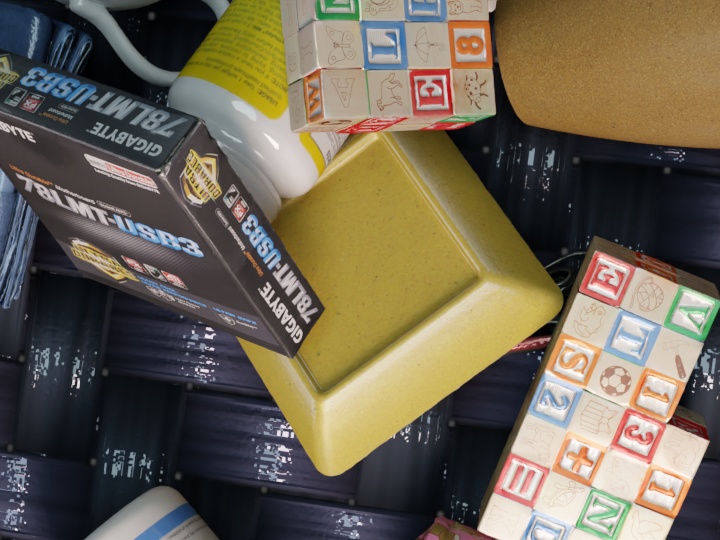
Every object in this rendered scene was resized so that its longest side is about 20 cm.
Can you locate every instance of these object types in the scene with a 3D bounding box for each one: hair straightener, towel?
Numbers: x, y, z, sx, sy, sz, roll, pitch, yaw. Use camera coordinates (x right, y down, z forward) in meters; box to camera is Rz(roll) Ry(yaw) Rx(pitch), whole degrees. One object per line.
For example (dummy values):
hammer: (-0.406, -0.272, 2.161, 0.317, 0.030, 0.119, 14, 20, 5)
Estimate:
hair straightener: (0.092, 0.021, 1.192, 0.199, 0.041, 0.077, -7, 86, 13)
towel: (-0.245, -0.082, 1.218, 0.048, 0.112, 0.201, 9, 99, -35)

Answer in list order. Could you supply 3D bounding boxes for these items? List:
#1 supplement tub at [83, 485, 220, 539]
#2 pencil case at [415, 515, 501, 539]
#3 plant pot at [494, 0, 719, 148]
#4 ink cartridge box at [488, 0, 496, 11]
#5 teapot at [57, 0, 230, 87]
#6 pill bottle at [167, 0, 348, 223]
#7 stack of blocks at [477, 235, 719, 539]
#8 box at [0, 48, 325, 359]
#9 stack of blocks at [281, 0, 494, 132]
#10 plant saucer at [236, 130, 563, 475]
supplement tub: (-0.112, 0.255, 1.169, 0.132, 0.132, 0.200, -43, 82, 4)
pencil case: (0.120, 0.234, 1.160, 0.199, 0.087, 0.083, 22, 77, 9)
plant pot: (0.194, -0.154, 1.134, 0.199, 0.186, 0.187, -9, 86, 23)
ink cartridge box: (0.084, -0.257, 1.176, 0.117, 0.067, 0.200, 44, 94, 7)
teapot: (-0.137, -0.259, 1.189, 0.145, 0.198, 0.200, 5, 130, -27)
pill bottle: (-0.054, -0.121, 1.159, 0.114, 0.114, 0.200, 32, 73, 8)
stack of blocks: (0.166, 0.094, 1.147, 0.115, 0.059, 0.201, 22, 102, 2)
box: (-0.140, -0.042, 1.107, 0.199, 0.199, 0.050, 21, 67, 34)
stack of blocks: (0.012, -0.189, 1.090, 0.115, 0.059, 0.201, -3, 87, -22)
plant saucer: (0.000, 0.000, 1.177, 0.200, 0.048, 0.200, -37, 66, 5)
